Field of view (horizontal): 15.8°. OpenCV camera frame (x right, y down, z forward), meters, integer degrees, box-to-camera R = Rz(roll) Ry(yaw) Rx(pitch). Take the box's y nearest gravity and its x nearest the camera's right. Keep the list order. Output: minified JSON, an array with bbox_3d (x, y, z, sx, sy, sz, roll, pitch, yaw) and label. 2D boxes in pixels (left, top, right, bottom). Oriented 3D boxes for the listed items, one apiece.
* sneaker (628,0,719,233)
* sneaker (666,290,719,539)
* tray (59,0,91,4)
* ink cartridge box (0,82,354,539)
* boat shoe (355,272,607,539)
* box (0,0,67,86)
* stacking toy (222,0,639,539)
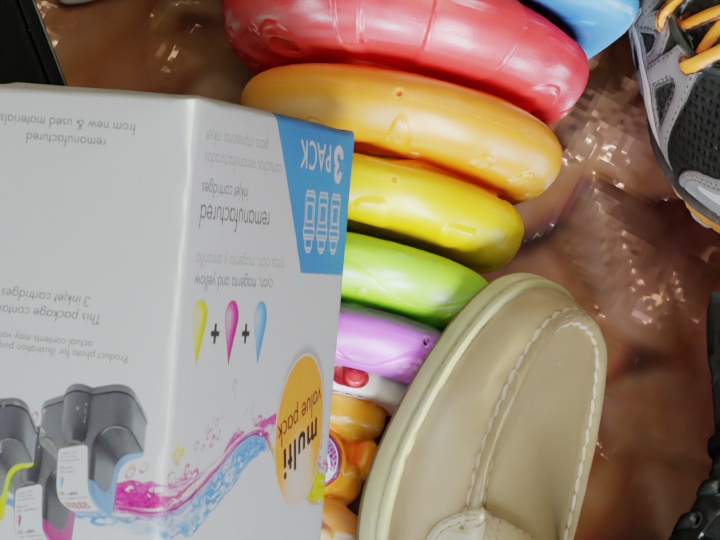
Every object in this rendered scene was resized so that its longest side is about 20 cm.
[{"bbox_3d":[0.103,-0.088,0.751,0.078,0.077,0.200,-25,46,10],"label":"sneaker"},{"bbox_3d":[0.119,0.051,0.723,0.199,0.060,0.104,-31,81,7],"label":"sneaker"},{"bbox_3d":[-0.015,-0.160,0.804,0.199,0.022,0.108,-18,110,-15],"label":"tray"},{"bbox_3d":[-0.057,0.058,0.652,0.068,0.115,0.201,5,91,19],"label":"ink cartridge box"},{"bbox_3d":[0.035,0.100,0.694,0.065,0.072,0.201,9,75,41],"label":"boat shoe"},{"bbox_3d":[-0.165,0.000,0.674,0.200,0.161,0.044,-31,38,-19],"label":"box"},{"bbox_3d":[0.000,0.000,0.738,0.116,0.110,0.201,14,81,-8],"label":"stacking toy"}]
